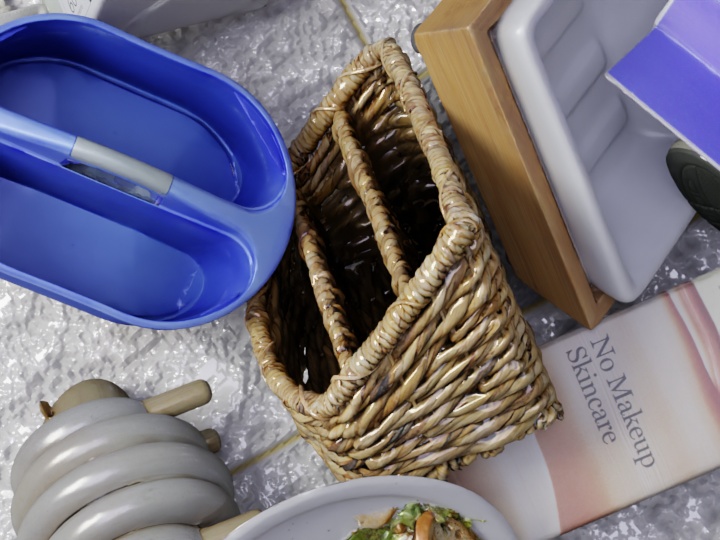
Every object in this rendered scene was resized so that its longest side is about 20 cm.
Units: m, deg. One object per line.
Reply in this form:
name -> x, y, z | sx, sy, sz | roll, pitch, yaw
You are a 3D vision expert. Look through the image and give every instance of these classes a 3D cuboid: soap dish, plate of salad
soap dish -> 0.115, -0.095, 1.119 | 0.081, 0.201, 0.158 | 7, 46, 39
plate of salad -> -0.006, 0.187, 1.092 | 0.199, 0.200, 0.048 | -29, 43, 2

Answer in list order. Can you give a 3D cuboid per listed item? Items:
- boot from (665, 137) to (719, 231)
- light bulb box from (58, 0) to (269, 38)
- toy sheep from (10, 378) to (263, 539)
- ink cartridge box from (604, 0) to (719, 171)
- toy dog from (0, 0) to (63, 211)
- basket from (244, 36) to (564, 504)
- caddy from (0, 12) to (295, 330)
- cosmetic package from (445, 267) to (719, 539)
boot -> 0.267, -0.069, 1.143 | 0.203, 0.073, 0.154 | 32, 83, -27
light bulb box -> -0.113, -0.260, 1.138 | 0.124, 0.198, 0.201 | -17, 73, -26
toy sheep -> -0.124, 0.141, 1.162 | 0.137, 0.138, 0.201 | -30, 52, 2
ink cartridge box -> 0.258, -0.101, 1.080 | 0.198, 0.043, 0.200 | 40, 58, 12
toy dog -> -0.185, -0.097, 1.206 | 0.131, 0.096, 0.202 | -13, 84, 4
basket -> 0.000, 0.000, 1.110 | 0.142, 0.149, 0.201 | -24, 39, 5
caddy -> -0.133, -0.050, 1.116 | 0.199, 0.105, 0.142 | 22, 80, -14
cosmetic package -> 0.133, 0.081, 1.164 | 0.199, 0.087, 0.104 | -25, 83, 3
